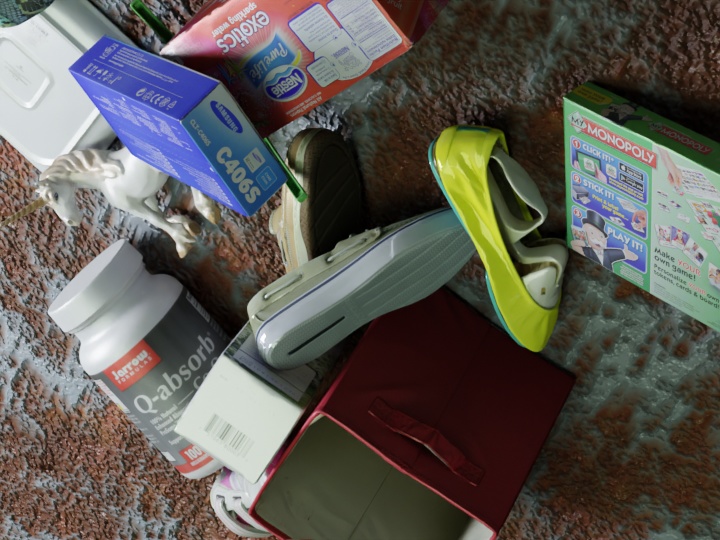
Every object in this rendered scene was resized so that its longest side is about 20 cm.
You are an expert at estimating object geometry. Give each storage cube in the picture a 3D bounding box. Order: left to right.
[{"bbox_3d":[0.040,0.144,1.396,0.170,0.180,0.201,34,139,1],"label":"storage cube"}]

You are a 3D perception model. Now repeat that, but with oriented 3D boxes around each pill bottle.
[{"bbox_3d":[-0.177,0.078,1.525,0.200,0.116,0.115,48,137,-14],"label":"pill bottle"}]

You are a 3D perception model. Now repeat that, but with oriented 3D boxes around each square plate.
[{"bbox_3d":[-0.282,-0.173,1.432,0.200,0.029,0.198,42,138,-7],"label":"square plate"}]

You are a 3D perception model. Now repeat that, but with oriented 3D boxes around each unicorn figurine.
[{"bbox_3d":[-0.183,-0.074,1.431,0.137,0.074,0.200,40,117,-10],"label":"unicorn figurine"}]

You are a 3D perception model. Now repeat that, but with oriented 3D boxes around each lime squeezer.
[{"bbox_3d":[-0.099,-0.130,1.321,0.200,0.038,0.071,50,170,7],"label":"lime squeezer"}]

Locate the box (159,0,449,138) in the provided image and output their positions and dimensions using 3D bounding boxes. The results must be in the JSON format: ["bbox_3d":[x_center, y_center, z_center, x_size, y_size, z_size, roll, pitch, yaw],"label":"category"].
[{"bbox_3d":[-0.036,-0.180,1.215,0.100,0.096,0.199,49,137,-14],"label":"box"}]

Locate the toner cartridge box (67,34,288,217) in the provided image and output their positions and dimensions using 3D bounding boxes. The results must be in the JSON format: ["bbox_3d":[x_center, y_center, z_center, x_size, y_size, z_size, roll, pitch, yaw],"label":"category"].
[{"bbox_3d":[-0.137,-0.109,1.260,0.199,0.043,0.095,28,159,53],"label":"toner cartridge box"}]

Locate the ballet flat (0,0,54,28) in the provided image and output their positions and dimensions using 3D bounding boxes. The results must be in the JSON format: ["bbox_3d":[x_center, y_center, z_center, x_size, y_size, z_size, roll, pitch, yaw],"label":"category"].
[{"bbox_3d":[-0.281,-0.286,1.308,0.073,0.074,0.202,3,123,31],"label":"ballet flat"}]

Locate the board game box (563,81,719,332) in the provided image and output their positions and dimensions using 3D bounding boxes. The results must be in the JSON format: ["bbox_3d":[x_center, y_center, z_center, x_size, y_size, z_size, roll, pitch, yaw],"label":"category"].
[{"bbox_3d":[0.222,-0.033,1.178,0.199,0.029,0.136,33,142,37],"label":"board game box"}]

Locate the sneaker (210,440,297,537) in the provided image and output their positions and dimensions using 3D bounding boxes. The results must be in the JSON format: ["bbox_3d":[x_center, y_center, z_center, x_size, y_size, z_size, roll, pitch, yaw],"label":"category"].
[{"bbox_3d":[-0.085,0.203,1.523,0.081,0.088,0.200,42,-179,-9],"label":"sneaker"}]

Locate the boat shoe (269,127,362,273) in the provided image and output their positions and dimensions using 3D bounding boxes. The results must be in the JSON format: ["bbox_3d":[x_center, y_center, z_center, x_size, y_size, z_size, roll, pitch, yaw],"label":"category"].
[{"bbox_3d":[-0.044,-0.034,1.379,0.076,0.071,0.202,27,138,33],"label":"boat shoe"}]

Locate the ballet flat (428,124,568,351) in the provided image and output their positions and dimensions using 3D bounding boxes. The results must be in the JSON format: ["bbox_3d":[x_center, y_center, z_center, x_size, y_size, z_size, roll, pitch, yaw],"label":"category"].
[{"bbox_3d":[0.117,-0.023,1.282,0.066,0.067,0.201,-10,120,34],"label":"ballet flat"}]

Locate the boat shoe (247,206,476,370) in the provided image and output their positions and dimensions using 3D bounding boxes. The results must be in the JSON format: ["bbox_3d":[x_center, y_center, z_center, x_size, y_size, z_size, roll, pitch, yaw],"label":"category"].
[{"bbox_3d":[0.000,0.000,1.323,0.062,0.199,0.072,58,177,34],"label":"boat shoe"}]

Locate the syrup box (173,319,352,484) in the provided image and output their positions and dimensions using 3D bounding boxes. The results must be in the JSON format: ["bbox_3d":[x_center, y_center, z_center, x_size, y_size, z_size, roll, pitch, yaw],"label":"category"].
[{"bbox_3d":[-0.075,0.088,1.400,0.078,0.200,0.082,34,108,0],"label":"syrup box"}]

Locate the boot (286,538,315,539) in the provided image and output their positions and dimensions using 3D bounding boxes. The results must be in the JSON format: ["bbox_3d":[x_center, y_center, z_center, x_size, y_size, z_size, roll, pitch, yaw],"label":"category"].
[{"bbox_3d":[0.026,0.257,1.328,0.199,0.075,0.107,33,136,-11],"label":"boot"}]
